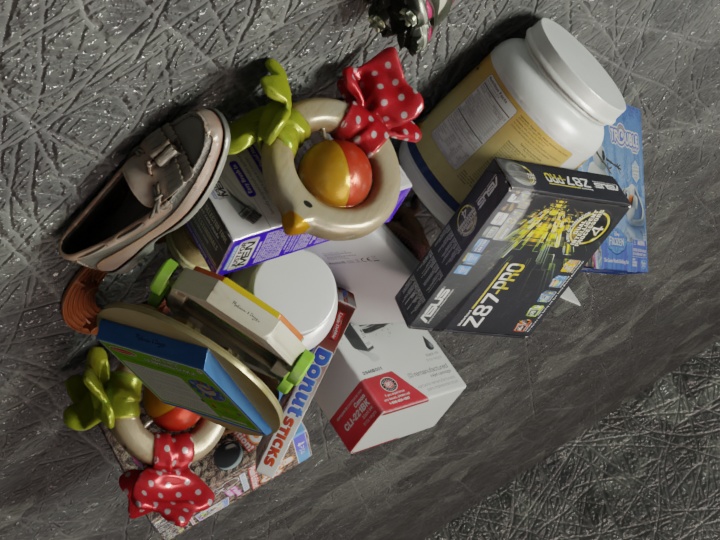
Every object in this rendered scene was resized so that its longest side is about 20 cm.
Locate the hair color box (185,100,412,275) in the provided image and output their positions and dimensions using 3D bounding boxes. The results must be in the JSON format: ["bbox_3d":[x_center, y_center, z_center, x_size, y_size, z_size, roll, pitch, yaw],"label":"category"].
[{"bbox_3d":[-0.065,-0.078,1.263,0.199,0.110,0.065,-17,156,-34],"label":"hair color box"}]

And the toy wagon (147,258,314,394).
[{"bbox_3d":[-0.120,0.053,1.270,0.040,0.155,0.200,-57,-177,-15],"label":"toy wagon"}]

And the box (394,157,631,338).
[{"bbox_3d":[0.149,-0.018,1.383,0.160,0.049,0.200,8,132,-34],"label":"box"}]

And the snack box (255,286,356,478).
[{"bbox_3d":[-0.059,0.116,1.463,0.072,0.024,0.201,-103,-142,-79],"label":"snack box"}]

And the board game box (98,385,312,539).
[{"bbox_3d":[-0.180,0.182,1.594,0.199,0.160,0.097,-30,159,-11],"label":"board game box"}]

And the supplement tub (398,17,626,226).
[{"bbox_3d":[0.151,-0.139,1.396,0.200,0.145,0.144,-43,157,23],"label":"supplement tub"}]

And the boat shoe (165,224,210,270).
[{"bbox_3d":[-0.095,-0.059,1.309,0.199,0.074,0.063,-29,176,-39],"label":"boat shoe"}]

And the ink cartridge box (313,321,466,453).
[{"bbox_3d":[0.003,0.093,1.614,0.144,0.200,0.084,-12,147,-44],"label":"ink cartridge box"}]

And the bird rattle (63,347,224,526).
[{"bbox_3d":[-0.203,0.151,1.429,0.163,0.200,0.113,-41,-178,-22],"label":"bird rattle"}]

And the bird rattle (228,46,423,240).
[{"bbox_3d":[-0.026,-0.103,1.219,0.199,0.164,0.112,-2,162,-38],"label":"bird rattle"}]

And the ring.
[{"bbox_3d":[-0.201,0.006,1.378,0.200,0.019,0.201,-28,158,-13],"label":"ring"}]

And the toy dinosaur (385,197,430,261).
[{"bbox_3d":[0.053,-0.019,1.526,0.086,0.136,0.200,-36,158,8],"label":"toy dinosaur"}]

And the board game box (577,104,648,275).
[{"bbox_3d":[0.272,-0.098,1.603,0.043,0.201,0.200,-5,176,32],"label":"board game box"}]

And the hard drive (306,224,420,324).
[{"bbox_3d":[0.000,0.000,1.467,0.131,0.026,0.200,-5,150,30],"label":"hard drive"}]

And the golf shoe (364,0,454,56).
[{"bbox_3d":[0.051,-0.263,1.111,0.088,0.077,0.200,-47,167,-23],"label":"golf shoe"}]

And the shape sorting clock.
[{"bbox_3d":[-0.158,0.092,1.304,0.039,0.199,0.200,-61,168,-22],"label":"shape sorting clock"}]

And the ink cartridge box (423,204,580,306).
[{"bbox_3d":[0.152,-0.028,1.559,0.068,0.201,0.116,-39,158,15],"label":"ink cartridge box"}]

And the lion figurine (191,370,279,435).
[{"bbox_3d":[-0.114,0.102,1.524,0.122,0.202,0.072,-3,162,19],"label":"lion figurine"}]

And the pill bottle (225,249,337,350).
[{"bbox_3d":[-0.085,0.035,1.399,0.112,0.113,0.200,-26,179,-18],"label":"pill bottle"}]

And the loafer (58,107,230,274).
[{"bbox_3d":[-0.185,-0.063,1.187,0.063,0.072,0.200,2,143,-46],"label":"loafer"}]
